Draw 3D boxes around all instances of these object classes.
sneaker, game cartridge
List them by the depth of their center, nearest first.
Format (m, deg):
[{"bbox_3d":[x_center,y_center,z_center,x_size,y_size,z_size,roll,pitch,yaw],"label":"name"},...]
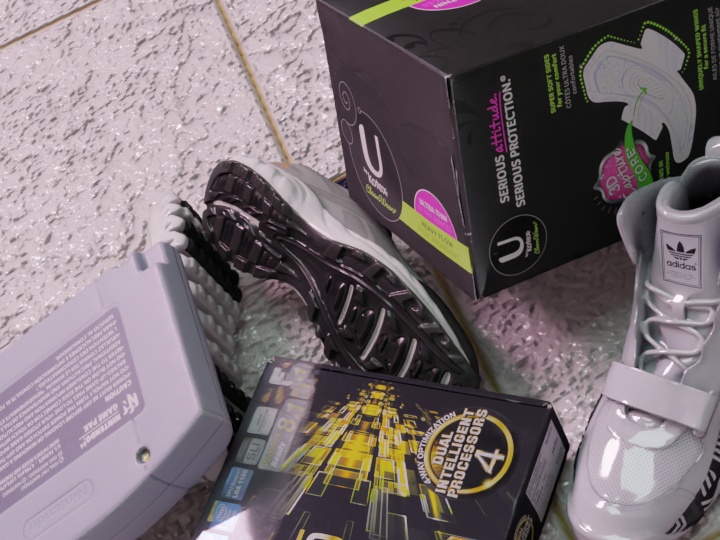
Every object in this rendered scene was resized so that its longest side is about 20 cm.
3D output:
[{"bbox_3d":[0.146,0.032,0.756,0.075,0.115,0.200,15,59,32],"label":"sneaker"},{"bbox_3d":[-0.156,0.091,0.837,0.200,0.041,0.134,-35,50,21],"label":"game cartridge"},{"bbox_3d":[0.000,0.000,0.874,0.079,0.074,0.200,-12,46,-45],"label":"sneaker"},{"bbox_3d":[-0.109,0.038,0.891,0.081,0.075,0.201,-24,45,15],"label":"sneaker"}]

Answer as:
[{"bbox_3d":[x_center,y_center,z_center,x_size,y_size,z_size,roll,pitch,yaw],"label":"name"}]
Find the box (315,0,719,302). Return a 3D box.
[{"bbox_3d":[0.101,-0.097,0.826,0.199,0.125,0.148,-21,31,-20],"label":"box"}]

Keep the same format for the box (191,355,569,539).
[{"bbox_3d":[-0.004,0.146,0.767,0.160,0.049,0.201,7,58,28],"label":"box"}]
